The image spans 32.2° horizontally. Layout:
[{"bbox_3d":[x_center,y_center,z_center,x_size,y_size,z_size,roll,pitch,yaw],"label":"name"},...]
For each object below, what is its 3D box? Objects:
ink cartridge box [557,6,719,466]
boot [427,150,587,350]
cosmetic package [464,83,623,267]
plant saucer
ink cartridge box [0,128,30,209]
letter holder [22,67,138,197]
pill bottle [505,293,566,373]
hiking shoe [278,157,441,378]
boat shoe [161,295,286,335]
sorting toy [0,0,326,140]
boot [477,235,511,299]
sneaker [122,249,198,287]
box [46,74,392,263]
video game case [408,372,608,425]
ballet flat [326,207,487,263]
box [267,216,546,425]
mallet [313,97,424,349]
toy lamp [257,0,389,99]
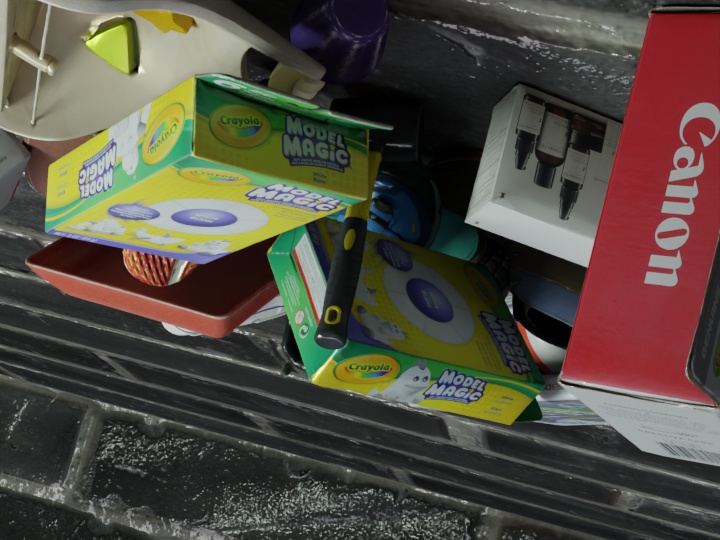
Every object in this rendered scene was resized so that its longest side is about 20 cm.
[{"bbox_3d":[0.171,-0.021,0.618,0.083,0.202,0.175,7,162,33],"label":"ink cartridge box"},{"bbox_3d":[0.112,-0.014,0.853,0.198,0.097,0.075,21,155,29],"label":"boot"},{"bbox_3d":[0.171,-0.039,0.782,0.198,0.084,0.051,19,165,-11],"label":"cosmetic package"},{"bbox_3d":[-0.131,-0.012,1.008,0.198,0.199,0.037,14,122,27],"label":"plant saucer"},{"bbox_3d":[-0.332,-0.117,0.872,0.201,0.083,0.145,50,158,-6],"label":"ink cartridge box"},{"bbox_3d":[-0.201,-0.120,0.865,0.141,0.102,0.200,22,164,-12],"label":"letter holder"},{"bbox_3d":[0.147,0.045,1.044,0.111,0.114,0.200,21,164,-16],"label":"pill bottle"},{"bbox_3d":[0.000,0.000,0.904,0.074,0.087,0.201,29,134,3],"label":"hiking shoe"},{"bbox_3d":[-0.087,0.015,1.108,0.200,0.075,0.086,-23,176,-27],"label":"boat shoe"},{"bbox_3d":[-0.112,-0.128,0.689,0.178,0.108,0.200,25,161,-11],"label":"sorting toy"},{"bbox_3d":[0.061,0.032,1.032,0.199,0.069,0.133,22,134,52],"label":"boot"},{"bbox_3d":[-0.091,-0.062,0.923,0.198,0.077,0.073,-24,117,10],"label":"sneaker"},{"bbox_3d":[-0.083,-0.054,0.707,0.116,0.049,0.199,11,159,-36],"label":"box"},{"bbox_3d":[0.168,0.103,0.975,0.198,0.024,0.181,13,165,-41],"label":"video game case"},{"bbox_3d":[0.010,-0.047,0.979,0.197,0.069,0.072,12,-176,16],"label":"ballet flat"},{"bbox_3d":[0.042,0.036,0.834,0.198,0.118,0.048,17,126,-37],"label":"box"},{"bbox_3d":[-0.011,-0.036,0.781,0.065,0.201,0.041,10,141,13],"label":"mallet"},{"bbox_3d":[-0.029,-0.123,0.755,0.058,0.059,0.200,20,164,-14],"label":"toy lamp"}]
